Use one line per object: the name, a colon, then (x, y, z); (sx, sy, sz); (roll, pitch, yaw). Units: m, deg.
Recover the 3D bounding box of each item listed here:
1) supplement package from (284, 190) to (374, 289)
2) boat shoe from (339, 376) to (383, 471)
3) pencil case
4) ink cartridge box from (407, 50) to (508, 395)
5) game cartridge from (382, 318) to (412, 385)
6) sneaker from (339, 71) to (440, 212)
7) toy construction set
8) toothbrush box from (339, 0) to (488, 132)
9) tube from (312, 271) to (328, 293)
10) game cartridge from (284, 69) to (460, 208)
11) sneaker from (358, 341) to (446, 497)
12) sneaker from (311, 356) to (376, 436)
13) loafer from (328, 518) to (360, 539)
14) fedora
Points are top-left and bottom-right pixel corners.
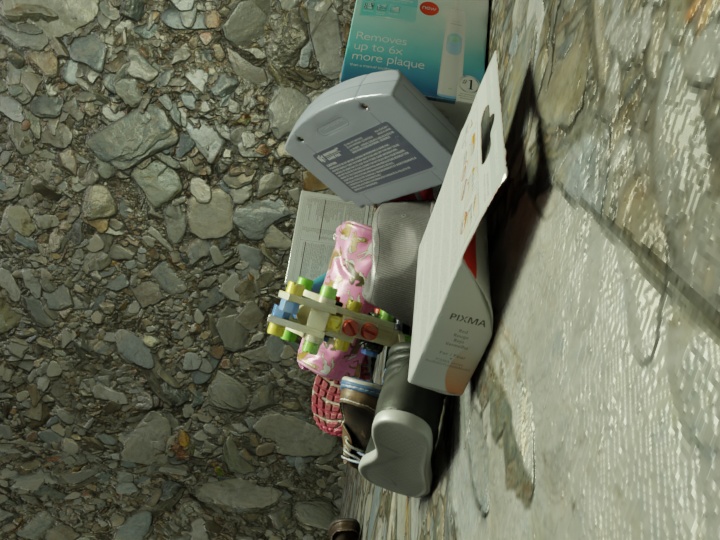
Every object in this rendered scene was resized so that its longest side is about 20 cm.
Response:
supplement package: (-0.005, -0.013, 1.065); (0.152, 0.198, 0.152); (99, 179, -73)
boat shoe: (0.017, 0.179, 0.726); (0.073, 0.072, 0.200); (-65, -28, -26)
pencil case: (-0.015, 0.041, 0.860); (0.086, 0.082, 0.202); (19, 91, 58)
ink cartridge box: (0.086, -0.032, 0.506); (0.163, 0.050, 0.201); (-81, 8, -47)
game cartridge: (0.055, 0.096, 0.887); (0.133, 0.041, 0.202); (109, 170, -69)
sneaker: (0.047, -0.158, 0.825); (0.071, 0.112, 0.202); (38, -146, -84)
toy construction set: (-0.008, 0.070, 0.753); (0.093, 0.199, 0.131); (-58, 11, -6)
toothbrush box: (0.060, -0.239, 0.747); (0.085, 0.145, 0.201); (99, -179, -61)
tube: (0.000, 0.000, 0.940); (0.051, 0.199, 0.078); (58, 162, 23)
game cartridge: (0.010, -0.128, 0.687); (0.199, 0.133, 0.041); (-9, 52, 55)
sneaker: (0.046, 0.139, 0.633); (0.201, 0.070, 0.100); (93, -165, -55)
sneaker: (-0.007, 0.126, 0.931); (0.075, 0.080, 0.202); (42, -117, -72)
loafer: (-0.035, 0.632, 1.526); (0.071, 0.072, 0.201); (-101, 12, -56)
fedora: (0.051, -0.008, 0.729); (0.201, 0.089, 0.178); (-82, 1, -52)
